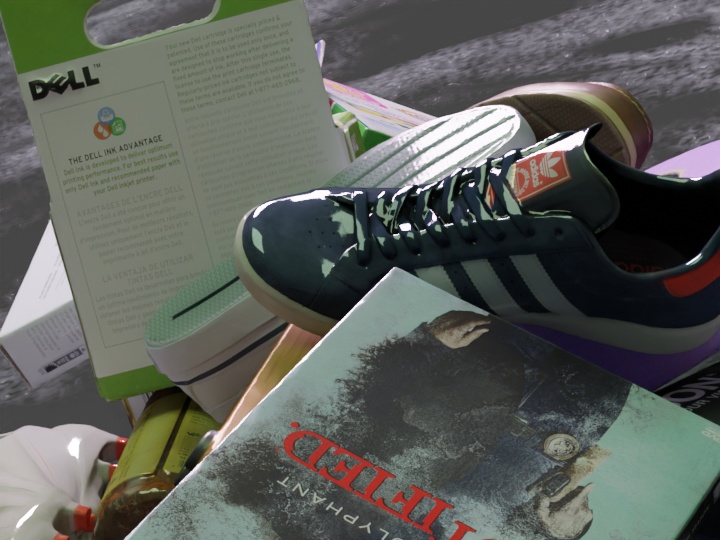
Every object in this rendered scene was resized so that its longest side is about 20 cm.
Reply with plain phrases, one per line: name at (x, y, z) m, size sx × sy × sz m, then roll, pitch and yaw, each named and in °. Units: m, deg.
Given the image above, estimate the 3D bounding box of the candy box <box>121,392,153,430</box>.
candy box at (-0.050, 0.022, 1.155) m, size 0.199 × 0.057 × 0.117 m, roll -22°, pitch 19°, yaw -8°

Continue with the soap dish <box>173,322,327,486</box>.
soap dish at (-0.034, 0.095, 0.788) m, size 0.158 × 0.081 × 0.200 m, roll -56°, pitch 1°, yaw 27°

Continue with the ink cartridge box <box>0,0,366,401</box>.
ink cartridge box at (-0.073, -0.055, 0.967) m, size 0.147 × 0.201 × 0.076 m, roll -14°, pitch 7°, yaw 8°

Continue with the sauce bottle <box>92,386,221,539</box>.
sauce bottle at (-0.080, 0.089, 0.984) m, size 0.066 × 0.066 × 0.200 m, roll -14°, pitch 18°, yaw 12°

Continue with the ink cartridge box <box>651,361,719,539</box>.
ink cartridge box at (0.172, 0.062, 0.812) m, size 0.198 × 0.044 × 0.200 m, roll -19°, pitch 15°, yaw -39°

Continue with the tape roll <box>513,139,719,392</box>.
tape roll at (0.103, 0.015, 0.929) m, size 0.200 × 0.066 × 0.200 m, roll -29°, pitch 5°, yaw 3°

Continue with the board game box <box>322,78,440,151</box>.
board game box at (0.040, -0.063, 1.203) m, size 0.152 × 0.040 × 0.200 m, roll 17°, pitch 10°, yaw -18°

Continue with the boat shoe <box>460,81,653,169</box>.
boat shoe at (0.076, -0.050, 0.957) m, size 0.067 × 0.072 × 0.200 m, roll -35°, pitch 4°, yaw -30°

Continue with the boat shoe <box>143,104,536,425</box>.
boat shoe at (0.000, 0.000, 0.904) m, size 0.199 × 0.067 × 0.074 m, roll -29°, pitch 28°, yaw 16°

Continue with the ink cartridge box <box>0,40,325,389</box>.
ink cartridge box at (-0.099, -0.035, 1.149) m, size 0.199 × 0.041 × 0.200 m, roll -29°, pitch 21°, yaw 16°

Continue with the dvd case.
dvd case at (0.022, 0.083, 0.656) m, size 0.146 × 0.022 × 0.200 m, roll 27°, pitch 43°, yaw 19°

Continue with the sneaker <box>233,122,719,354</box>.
sneaker at (0.053, -0.020, 0.772) m, size 0.199 × 0.085 × 0.075 m, roll 1°, pitch 52°, yaw -10°

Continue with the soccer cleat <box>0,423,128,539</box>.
soccer cleat at (-0.158, 0.121, 0.951) m, size 0.077 × 0.070 × 0.200 m, roll 3°, pitch 13°, yaw 1°
